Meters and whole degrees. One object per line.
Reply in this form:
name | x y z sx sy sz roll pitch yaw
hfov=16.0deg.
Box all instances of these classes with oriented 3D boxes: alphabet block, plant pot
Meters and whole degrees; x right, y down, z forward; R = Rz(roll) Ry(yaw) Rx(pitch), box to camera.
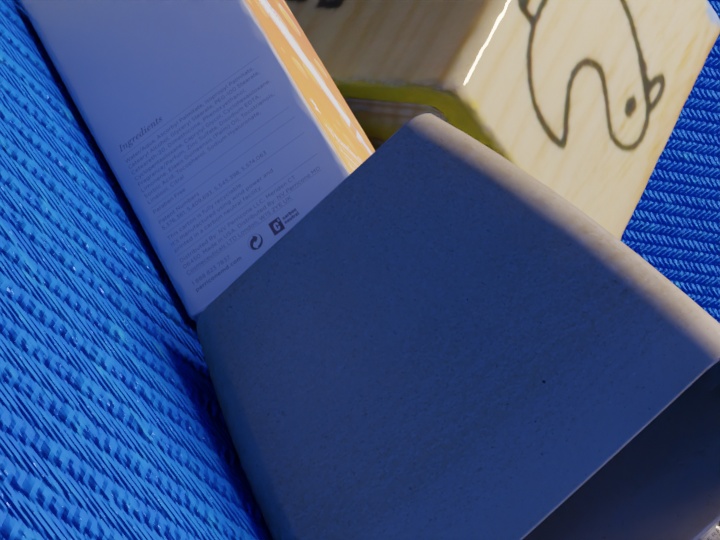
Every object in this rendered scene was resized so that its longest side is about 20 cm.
alphabet block | 0.066 -0.131 1.528 0.195 0.201 0.195 5 -31 42
plant pot | 0.047 0.054 1.086 0.177 0.200 0.200 49 6 22

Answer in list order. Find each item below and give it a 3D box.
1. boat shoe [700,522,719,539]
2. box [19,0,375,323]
boat shoe | 0.318 0.243 2.272 0.066 0.074 0.200 41 6 -46
box | -0.059 -0.062 1.213 0.201 0.097 0.124 59 9 28
